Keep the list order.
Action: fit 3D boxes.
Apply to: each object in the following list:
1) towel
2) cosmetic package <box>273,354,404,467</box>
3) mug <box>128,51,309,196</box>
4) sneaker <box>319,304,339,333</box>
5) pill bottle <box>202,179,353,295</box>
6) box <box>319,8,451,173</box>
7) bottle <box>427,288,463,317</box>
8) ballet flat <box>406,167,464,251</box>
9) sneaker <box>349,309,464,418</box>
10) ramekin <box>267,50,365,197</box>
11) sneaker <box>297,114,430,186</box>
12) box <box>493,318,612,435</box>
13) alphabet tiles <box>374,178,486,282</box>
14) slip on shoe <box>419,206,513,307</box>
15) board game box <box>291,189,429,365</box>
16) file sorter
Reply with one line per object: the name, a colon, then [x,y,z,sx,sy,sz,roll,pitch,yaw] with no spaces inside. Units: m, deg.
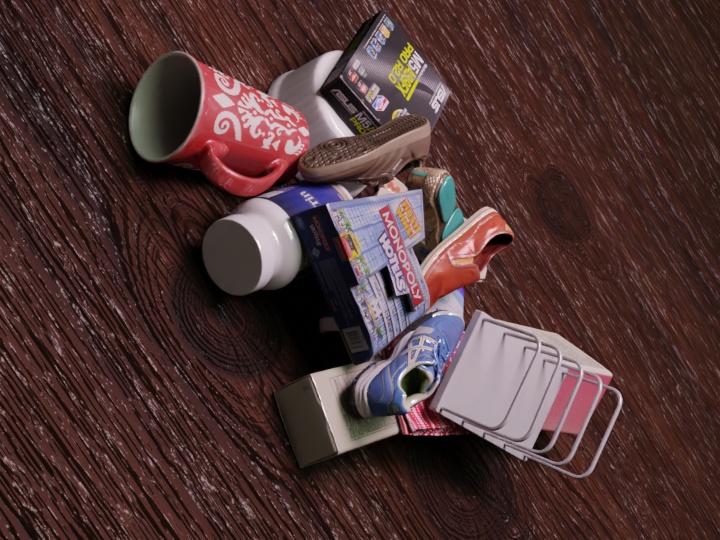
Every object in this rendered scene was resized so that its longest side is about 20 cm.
towel: [0.108,0.144,1.604,0.199,0.022,0.145,6,63,-47]
cosmetic package: [-0.006,0.170,1.533,0.199,0.071,0.106,-7,74,-51]
mug: [-0.166,-0.156,1.509,0.199,0.133,0.179,14,64,-49]
sneaker: [0.000,0.000,1.609,0.200,0.080,0.147,-13,98,-60]
pill bottle: [-0.098,-0.041,1.520,0.200,0.115,0.116,-27,89,-52]
box: [0.039,-0.250,1.702,0.160,0.044,0.200,48,40,-18]
bottle: [0.102,0.095,1.708,0.083,0.065,0.201,34,45,-33]
ballet flat: [0.100,-0.078,1.663,0.071,0.065,0.200,-56,154,-25]
sneaker: [0.075,0.119,1.493,0.200,0.077,0.076,-44,122,-37]
ramekin: [-0.028,-0.209,1.716,0.200,0.097,0.202,27,50,-37]
sneaker: [0.012,-0.135,1.571,0.199,0.070,0.076,-22,126,-27]
box: [0.242,0.153,1.761,0.199,0.109,0.128,14,18,-43]
alphabet tiles: [0.106,-0.063,1.794,0.200,0.015,0.196,37,29,-7]
slip on shoe: [0.131,-0.004,1.654,0.061,0.074,0.200,38,69,26]
board game box: [0.027,-0.016,1.525,0.200,0.061,0.201,-35,106,-50]
file sorter: [0.217,0.163,1.558,0.200,0.124,0.139,32,80,-39]
